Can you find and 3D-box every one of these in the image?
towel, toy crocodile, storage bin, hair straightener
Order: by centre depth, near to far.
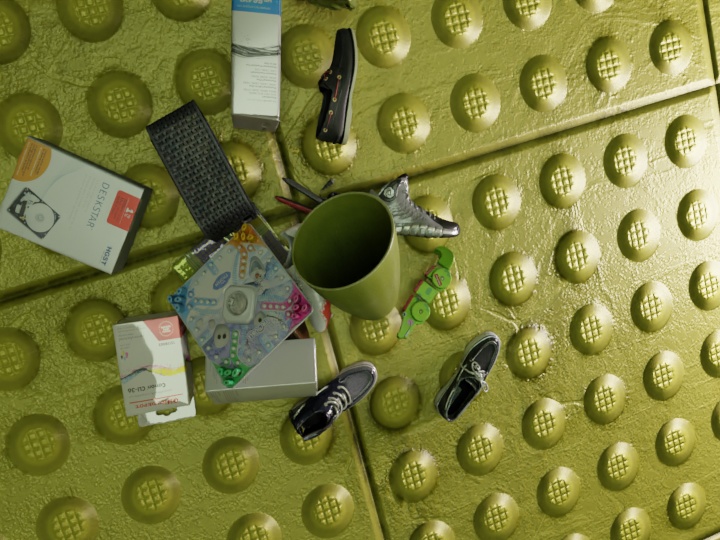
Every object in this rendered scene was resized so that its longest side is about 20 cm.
[{"bbox_3d":[-0.264,-0.163,0.900,0.092,0.135,0.204,-30,93,-5],"label":"storage bin"},{"bbox_3d":[-0.058,-0.131,0.983,0.194,0.041,0.079,23,97,3],"label":"hair straightener"},{"bbox_3d":[-0.235,-0.016,0.989,0.198,0.023,0.145,-38,102,-6],"label":"towel"},{"bbox_3d":[0.126,0.047,1.046,0.061,0.068,0.203,33,86,7],"label":"toy crocodile"}]

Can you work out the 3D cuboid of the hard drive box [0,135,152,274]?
[{"bbox_3d":[-0.481,-0.109,0.903,0.195,0.077,0.161,22,91,-13],"label":"hard drive box"}]

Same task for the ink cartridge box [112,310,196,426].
[{"bbox_3d":[-0.367,0.185,0.958,0.112,0.067,0.208,-8,97,-10],"label":"ink cartridge box"}]

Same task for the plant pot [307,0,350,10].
[{"bbox_3d":[-0.049,-0.563,0.904,0.193,0.201,0.197,8,105,-12],"label":"plant pot"}]

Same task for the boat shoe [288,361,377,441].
[{"bbox_3d":[-0.045,0.254,1.016,0.197,0.093,0.076,-34,101,-6],"label":"boat shoe"}]

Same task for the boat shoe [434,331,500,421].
[{"bbox_3d":[0.226,0.217,1.080,0.073,0.068,0.200,42,86,-12],"label":"boat shoe"}]

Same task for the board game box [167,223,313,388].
[{"bbox_3d":[-0.209,0.057,0.901,0.199,0.026,0.201,-41,75,2],"label":"board game box"}]

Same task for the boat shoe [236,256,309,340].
[{"bbox_3d":[-0.164,0.067,0.983,0.069,0.071,0.204,-24,112,10],"label":"boat shoe"}]

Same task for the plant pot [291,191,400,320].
[{"bbox_3d":[0.000,0.000,0.947,0.186,0.188,0.201,-39,143,-5],"label":"plant pot"}]

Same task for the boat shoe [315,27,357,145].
[{"bbox_3d":[-0.045,-0.339,0.970,0.061,0.073,0.209,4,99,-19],"label":"boat shoe"}]

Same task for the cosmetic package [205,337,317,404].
[{"bbox_3d":[-0.175,0.185,0.960,0.192,0.108,0.088,-4,65,-9],"label":"cosmetic package"}]

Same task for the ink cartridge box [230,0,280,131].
[{"bbox_3d":[-0.179,-0.354,0.904,0.081,0.146,0.208,1,95,-12],"label":"ink cartridge box"}]

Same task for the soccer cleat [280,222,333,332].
[{"bbox_3d":[-0.103,0.015,0.984,0.083,0.067,0.208,-10,95,-43],"label":"soccer cleat"}]

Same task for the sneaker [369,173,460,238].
[{"bbox_3d":[0.105,-0.126,1.022,0.192,0.075,0.120,4,92,-11],"label":"sneaker"}]
